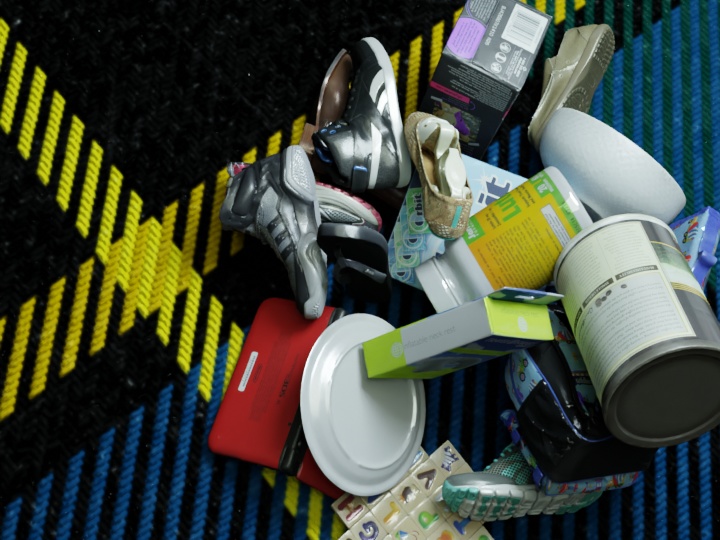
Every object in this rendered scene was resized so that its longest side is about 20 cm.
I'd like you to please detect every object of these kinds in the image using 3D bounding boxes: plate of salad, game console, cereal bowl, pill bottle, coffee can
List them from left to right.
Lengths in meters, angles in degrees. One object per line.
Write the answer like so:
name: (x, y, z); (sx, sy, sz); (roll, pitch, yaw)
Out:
game console: (-0.058, 0.154, 1.315); (0.170, 0.119, 0.203); (8, 64, 27)
plate of salad: (0.000, 0.151, 1.261); (0.198, 0.048, 0.204); (10, 76, -44)
pill bottle: (0.164, -0.020, 1.275); (0.198, 0.111, 0.112); (-32, 77, 6)
cereal bowl: (0.301, -0.109, 1.392); (0.199, 0.200, 0.084); (37, 89, 5)
coffee can: (0.296, 0.060, 1.169); (0.144, 0.148, 0.202); (0, 42, -10)

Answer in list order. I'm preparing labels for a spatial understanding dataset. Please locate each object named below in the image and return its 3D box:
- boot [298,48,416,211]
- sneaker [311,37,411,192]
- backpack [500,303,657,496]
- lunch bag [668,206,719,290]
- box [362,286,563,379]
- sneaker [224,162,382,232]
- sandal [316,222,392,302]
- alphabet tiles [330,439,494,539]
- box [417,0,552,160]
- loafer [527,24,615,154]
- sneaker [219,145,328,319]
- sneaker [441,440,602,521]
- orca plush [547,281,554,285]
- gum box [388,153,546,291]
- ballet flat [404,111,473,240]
boot: (0.029, -0.172, 1.431); (0.197, 0.064, 0.189); (21, 68, -5)
sneaker: (-0.011, -0.192, 1.355); (0.110, 0.073, 0.203); (-8, 69, -16)
backpack: (0.244, 0.138, 1.281); (0.180, 0.136, 0.201); (-2, 46, -33)
lunch bag: (0.378, 0.025, 1.343); (0.093, 0.200, 0.152); (26, 67, 0)
box: (0.114, 0.072, 1.213); (0.121, 0.198, 0.048); (7, 67, -48)
sneaker: (-0.070, -0.076, 1.375); (0.197, 0.081, 0.076); (14, 95, -4)
sandal: (0.001, 0.000, 1.286); (0.075, 0.201, 0.044); (1, 66, 16)
alphabet tiles: (0.064, 0.293, 1.275); (0.199, 0.006, 0.167); (-36, 85, -27)
box: (0.147, -0.242, 1.400); (0.105, 0.200, 0.123); (26, 67, 1)
loafer: (0.274, -0.243, 1.497); (0.067, 0.076, 0.202); (20, 71, 39)
sneaker: (-0.101, -0.038, 1.298); (0.112, 0.075, 0.204); (-9, 84, 5)
sneaker: (0.182, 0.237, 1.304); (0.197, 0.078, 0.092); (1, 53, -21)
orca plush: (0.241, -0.025, 1.403); (0.196, 0.071, 0.107); (-6, 86, 15)
gum box: (0.142, -0.042, 1.356); (0.197, 0.045, 0.172); (22, 93, 7)
ballet flat: (0.096, -0.126, 1.276); (0.069, 0.066, 0.202); (4, 49, -20)
